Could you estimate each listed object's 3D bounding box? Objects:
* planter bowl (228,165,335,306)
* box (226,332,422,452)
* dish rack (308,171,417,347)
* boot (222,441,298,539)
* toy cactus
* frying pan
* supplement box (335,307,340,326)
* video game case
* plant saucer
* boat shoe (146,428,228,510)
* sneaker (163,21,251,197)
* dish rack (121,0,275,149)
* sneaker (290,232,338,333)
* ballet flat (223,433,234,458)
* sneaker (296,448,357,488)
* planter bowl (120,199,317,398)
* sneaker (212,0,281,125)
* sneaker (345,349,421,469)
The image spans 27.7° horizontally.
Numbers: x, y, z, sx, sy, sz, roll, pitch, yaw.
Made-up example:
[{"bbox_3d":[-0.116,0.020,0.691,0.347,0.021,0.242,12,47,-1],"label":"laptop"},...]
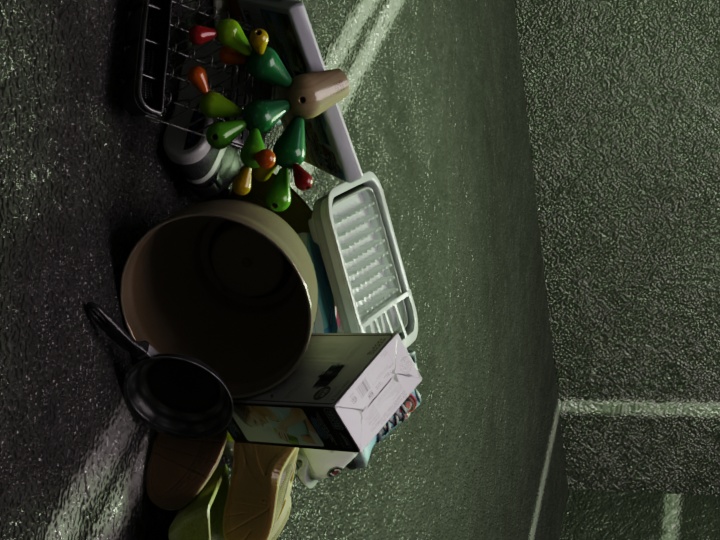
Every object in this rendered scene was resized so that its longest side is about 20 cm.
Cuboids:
[{"bbox_3d":[-0.108,-0.018,1.691,0.083,0.200,0.201,-37,137,-21],"label":"planter bowl"},{"bbox_3d":[-0.048,0.121,1.491,0.117,0.199,0.060,-47,119,-35],"label":"box"},{"bbox_3d":[0.000,0.000,1.615,0.171,0.043,0.202,-32,108,-65],"label":"dish rack"},{"bbox_3d":[-0.103,0.220,1.643,0.156,0.072,0.202,86,15,-75],"label":"boot"},{"bbox_3d":[-0.082,-0.168,1.467,0.164,0.102,0.202,-25,96,-28],"label":"toy cactus"},{"bbox_3d":[-0.211,0.104,1.454,0.189,0.115,0.031,34,39,-14],"label":"frying pan"},{"bbox_3d":[-0.071,0.101,1.839,0.086,0.109,0.202,-11,101,-74],"label":"supplement box"},{"bbox_3d":[-0.068,-0.205,1.610,0.182,0.022,0.201,32,-36,64],"label":"video game case"},{"bbox_3d":[-0.170,0.325,1.553,0.200,0.047,0.202,-87,176,-85],"label":"plant saucer"},{"bbox_3d":[-0.172,0.169,1.568,0.065,0.071,0.201,103,8,-64],"label":"boat shoe"},{"bbox_3d":[-0.160,-0.172,1.631,0.112,0.072,0.201,72,32,-54],"label":"sneaker"},{"bbox_3d":[-0.159,-0.210,1.520,0.199,0.054,0.155,16,72,-42],"label":"dish rack"},{"bbox_3d":[-0.094,0.052,1.619,0.080,0.129,0.202,-80,165,-58],"label":"sneaker"},{"bbox_3d":[-0.138,0.183,1.703,0.200,0.066,0.068,-7,107,-74],"label":"ballet flat"},{"bbox_3d":[-0.059,0.150,1.735,0.201,0.088,0.074,67,13,20],"label":"sneaker"},{"bbox_3d":[-0.129,0.011,1.498,0.135,0.198,0.202,-60,146,-62],"label":"planter bowl"},{"bbox_3d":[-0.132,-0.264,1.722,0.081,0.076,0.202,-47,127,-57],"label":"sneaker"},{"bbox_3d":[0.025,0.160,1.803,0.201,0.095,0.080,-75,159,-46],"label":"sneaker"}]
